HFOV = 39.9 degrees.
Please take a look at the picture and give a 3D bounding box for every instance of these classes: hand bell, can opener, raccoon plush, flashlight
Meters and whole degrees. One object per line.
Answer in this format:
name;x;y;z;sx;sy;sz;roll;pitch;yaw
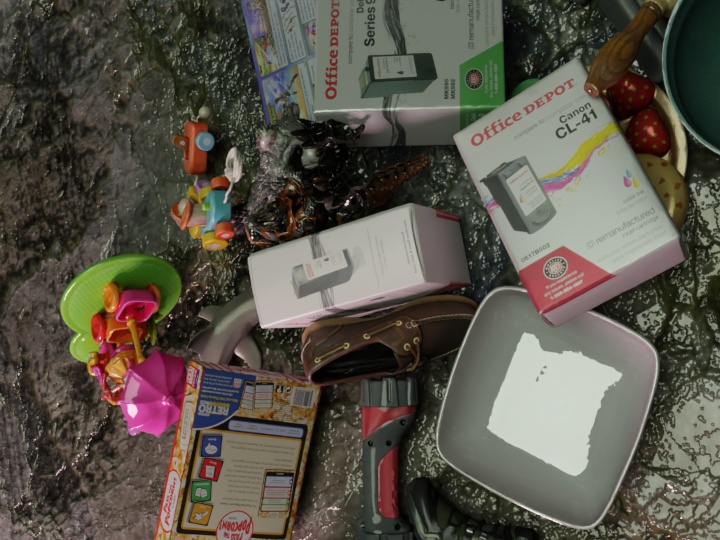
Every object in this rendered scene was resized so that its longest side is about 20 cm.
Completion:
hand bell;0.267;-0.234;0.924;0.103;0.105;0.201;31;70;25
can opener;0.262;-0.271;1.014;0.202;0.052;0.067;59;144;21
raccoon plush;-0.116;-0.103;1.120;0.197;0.097;0.135;-14;120;25
flashlight;0.033;0.216;1.069;0.067;0.067;0.204;-7;84;58

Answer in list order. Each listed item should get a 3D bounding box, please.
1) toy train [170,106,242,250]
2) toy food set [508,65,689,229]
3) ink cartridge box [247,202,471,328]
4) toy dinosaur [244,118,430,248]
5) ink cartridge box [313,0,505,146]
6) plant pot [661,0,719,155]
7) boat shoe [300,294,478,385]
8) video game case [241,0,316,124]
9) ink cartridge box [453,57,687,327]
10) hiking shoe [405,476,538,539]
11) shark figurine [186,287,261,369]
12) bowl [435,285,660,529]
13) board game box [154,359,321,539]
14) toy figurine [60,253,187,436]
toy train;-0.193;-0.108;1.171;0.200;0.055;0.153;-140;54;-62
toy food set;0.231;-0.110;1.006;0.195;0.048;0.204;-5;83;27
ink cartridge box;0.000;0.000;1.058;0.197;0.145;0.086;-14;81;25
toy dinosaur;-0.028;-0.087;1.036;0.199;0.136;0.102;-39;69;-17
ink cartridge box;0.051;-0.213;1.041;0.196;0.084;0.149;-1;73;6
plant pot;0.383;-0.181;0.888;0.197;0.134;0.205;-3;83;27
boat shoe;0.035;0.081;1.038;0.196;0.071;0.071;-13;121;1
video game case;-0.038;-0.255;1.159;0.179;0.045;0.204;-18;77;23
ink cartridge box;0.196;-0.071;0.936;0.146;0.085;0.202;-30;70;15
hiking shoe;0.130;0.282;1.013;0.100;0.076;0.201;-40;78;8
shark figurine;-0.173;0.114;1.169;0.126;0.089;0.219;9;87;28
bowl;0.190;0.130;0.989;0.197;0.074;0.203;22;96;27
board game box;-0.134;0.212;1.103;0.046;0.149;0.204;11;89;61
toy figurine;-0.269;0.116;1.168;0.201;0.148;0.186;-54;47;36
